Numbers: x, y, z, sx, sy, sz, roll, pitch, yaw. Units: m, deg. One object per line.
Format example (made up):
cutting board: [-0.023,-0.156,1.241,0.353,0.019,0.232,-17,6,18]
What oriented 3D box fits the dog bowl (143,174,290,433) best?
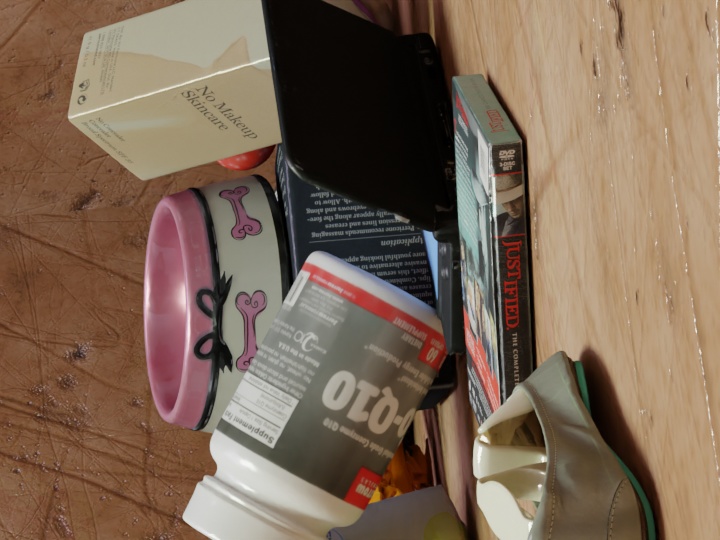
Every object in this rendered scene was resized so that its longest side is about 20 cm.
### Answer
dog bowl: [-0.109,0.029,1.814,0.200,0.074,0.200,180,90,-74]

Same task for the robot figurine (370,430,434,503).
robot figurine: [0.016,0.121,1.916,0.145,0.058,0.200,44,-147,-55]

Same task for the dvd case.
dvd case: [0.074,0.006,1.368,0.146,0.022,0.200,-107,12,-71]

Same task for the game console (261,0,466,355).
game console: [0.004,-0.066,1.590,0.200,0.116,0.176,-99,6,-47]

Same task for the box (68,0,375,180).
box: [-0.094,-0.136,1.724,0.095,0.200,0.078,40,-133,-42]

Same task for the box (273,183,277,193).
box: [-0.051,-0.009,1.968,0.160,0.044,0.200,-27,36,63]

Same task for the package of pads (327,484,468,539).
package of pads: [0.007,0.235,1.664,0.200,0.154,0.068,-103,-3,-57]

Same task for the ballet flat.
ballet flat: [0.079,0.084,1.080,0.200,0.064,0.067,-107,12,-72]

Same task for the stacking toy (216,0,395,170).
stacking toy: [-0.054,-0.145,1.874,0.200,0.085,0.085,-49,-33,-43]

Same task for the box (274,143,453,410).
box: [0.000,0.000,1.795,0.148,0.107,0.200,114,151,-81]

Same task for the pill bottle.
pill bottle: [-0.029,0.099,1.648,0.200,0.114,0.114,-62,3,-3]
